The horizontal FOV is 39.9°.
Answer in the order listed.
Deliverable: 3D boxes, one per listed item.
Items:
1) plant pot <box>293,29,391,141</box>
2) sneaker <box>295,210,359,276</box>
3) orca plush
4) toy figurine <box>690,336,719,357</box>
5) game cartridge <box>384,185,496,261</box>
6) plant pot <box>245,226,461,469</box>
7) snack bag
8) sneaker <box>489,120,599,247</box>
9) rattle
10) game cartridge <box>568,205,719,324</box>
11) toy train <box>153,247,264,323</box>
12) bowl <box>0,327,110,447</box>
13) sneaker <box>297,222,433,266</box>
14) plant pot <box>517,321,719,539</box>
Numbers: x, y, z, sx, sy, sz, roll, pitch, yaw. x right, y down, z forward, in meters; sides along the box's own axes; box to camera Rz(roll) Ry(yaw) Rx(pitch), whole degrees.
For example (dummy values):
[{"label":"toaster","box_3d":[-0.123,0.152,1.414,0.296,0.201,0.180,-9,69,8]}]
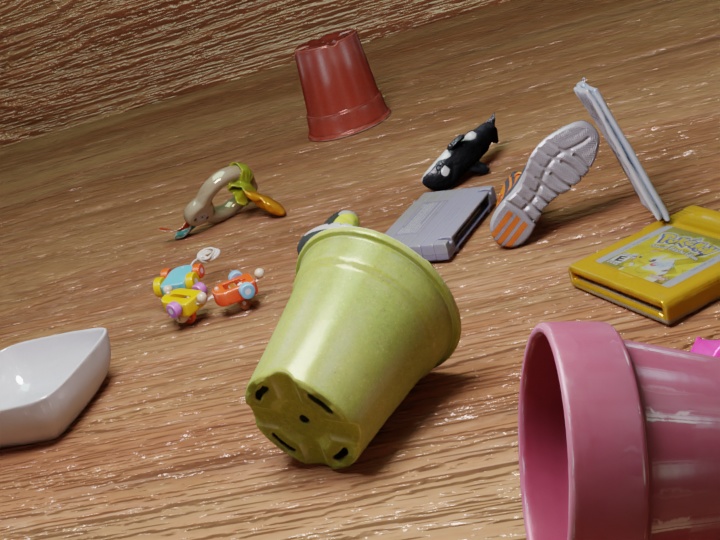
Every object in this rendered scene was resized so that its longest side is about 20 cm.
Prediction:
[{"label":"plant pot","box_3d":[-0.052,-0.419,2.213,0.197,0.198,0.201,-15,21,6]},{"label":"sneaker","box_3d":[-0.028,-0.015,1.421,0.075,0.076,0.201,-1,37,20]},{"label":"orca plush","box_3d":[0.188,-0.183,1.676,0.199,0.071,0.106,-35,-18,-45]},{"label":"toy figurine","box_3d":[0.360,0.076,0.820,0.182,0.153,0.199,-23,-14,21]},{"label":"game cartridge","box_3d":[0.110,-0.067,1.471,0.128,0.039,0.200,-8,24,34]},{"label":"plant pot","box_3d":[-0.020,0.091,1.020,0.198,0.202,0.185,-2,38,35]},{"label":"snack bag","box_3d":[0.328,-0.160,1.276,0.021,0.190,0.200,-31,9,13]},{"label":"sneaker","box_3d":[0.243,-0.130,1.362,0.200,0.077,0.112,-48,9,17]},{"label":"rattle","box_3d":[-0.253,-0.088,1.818,0.199,0.143,0.130,-39,-7,-10]},{"label":"game cartridge","box_3d":[0.367,-0.014,1.139,0.198,0.033,0.176,-27,23,-17]},{"label":"toy train","box_3d":[-0.228,0.031,1.486,0.148,0.056,0.199,-25,26,-19]},{"label":"bowl","box_3d":[-0.432,0.161,1.307,0.196,0.076,0.201,-11,24,18]},{"label":"sneaker","box_3d":[0.000,0.000,1.284,0.197,0.075,0.085,16,41,19]},{"label":"plant pot","box_3d":[0.215,0.136,0.713,0.175,0.204,0.201,-2,22,-1]}]
